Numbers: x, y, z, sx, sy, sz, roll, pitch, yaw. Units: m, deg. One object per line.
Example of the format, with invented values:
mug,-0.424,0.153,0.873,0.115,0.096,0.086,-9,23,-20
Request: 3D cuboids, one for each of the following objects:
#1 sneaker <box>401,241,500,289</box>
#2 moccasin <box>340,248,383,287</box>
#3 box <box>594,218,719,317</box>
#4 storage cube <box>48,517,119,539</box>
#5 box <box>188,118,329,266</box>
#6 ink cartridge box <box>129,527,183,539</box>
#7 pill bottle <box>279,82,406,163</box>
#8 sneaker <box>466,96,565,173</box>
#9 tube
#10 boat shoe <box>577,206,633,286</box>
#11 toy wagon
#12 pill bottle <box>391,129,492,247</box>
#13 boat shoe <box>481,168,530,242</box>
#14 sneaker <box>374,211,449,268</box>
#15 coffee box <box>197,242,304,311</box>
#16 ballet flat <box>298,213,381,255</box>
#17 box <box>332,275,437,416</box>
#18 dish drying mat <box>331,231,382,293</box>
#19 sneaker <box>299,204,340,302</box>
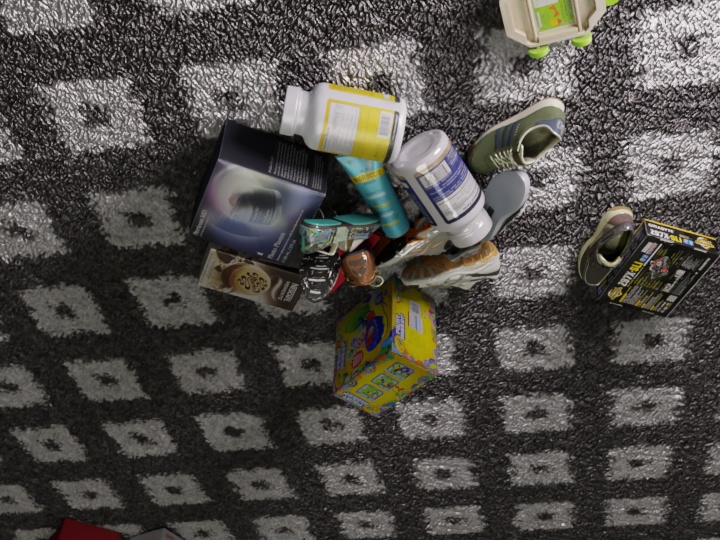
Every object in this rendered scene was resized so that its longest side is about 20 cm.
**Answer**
sneaker,0.182,0.010,1.808,0.199,0.076,0.088,-13,134,17
moccasin,0.002,0.000,1.715,0.073,0.201,0.078,-15,93,-5
box,0.581,-0.001,1.799,0.159,0.049,0.200,15,135,-9
storage cube,-0.831,0.858,2.672,0.200,0.180,0.171,24,133,-20
box,-0.185,-0.135,1.641,0.198,0.123,0.200,18,134,-14
ink cartridge box,-0.599,0.888,2.678,0.146,0.200,0.147,-22,131,26
pill bottle,-0.030,-0.249,1.519,0.199,0.112,0.112,10,136,-7
sneaker,0.264,-0.211,1.561,0.200,0.090,0.067,-32,127,32
tube,0.030,-0.147,1.677,0.077,0.050,0.200,-20,128,15
boat shoe,0.471,-0.034,1.755,0.071,0.066,0.201,8,136,-6
toy wagon,0.314,-0.410,1.387,0.199,0.040,0.155,-12,135,14
pill bottle,0.150,-0.139,1.607,0.111,0.111,0.200,-23,121,25
boat shoe,0.266,-0.124,1.655,0.068,0.074,0.200,-32,158,-29
sneaker,0.115,-0.048,1.755,0.200,0.076,0.092,-32,131,32
coffee box,-0.208,-0.006,1.806,0.199,0.080,0.113,16,134,-14
ballet flat,-0.039,-0.063,1.631,0.200,0.074,0.074,-8,153,-47
box,0.050,0.157,1.879,0.122,0.200,0.193,30,129,-26
dish drying mat,-0.039,-0.026,1.823,0.077,0.018,0.200,23,133,-21
sneaker,-0.073,-0.024,1.699,0.074,0.201,0.079,4,145,-1
